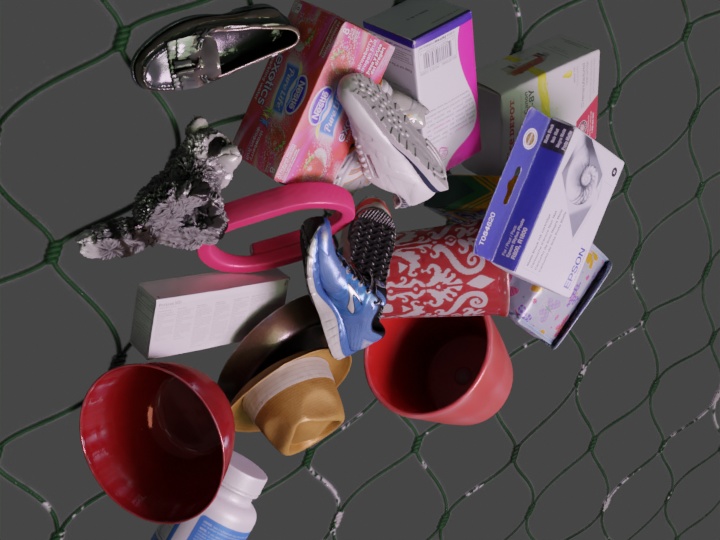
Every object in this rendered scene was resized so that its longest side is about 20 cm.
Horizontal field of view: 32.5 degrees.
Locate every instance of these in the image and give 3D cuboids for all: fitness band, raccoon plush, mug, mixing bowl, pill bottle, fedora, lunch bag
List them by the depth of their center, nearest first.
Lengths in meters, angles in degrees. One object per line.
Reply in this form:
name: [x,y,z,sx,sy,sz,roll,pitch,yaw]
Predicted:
raccoon plush: [-0.228,-0.101,1.397,0.197,0.135,0.097,-7,141,-4]
fitness band: [-0.102,-0.052,1.480,0.198,0.038,0.144,-17,154,10]
mixing bowl: [-0.226,0.191,1.490,0.108,0.198,0.202,-32,139,-63]
fedora: [-0.078,0.177,1.567,0.199,0.082,0.201,-27,157,-13]
pill bottle: [-0.206,0.341,1.633,0.112,0.112,0.201,27,95,-48]
mug: [0.092,0.006,1.667,0.197,0.178,0.135,-6,84,-1]
lunch bag: [0.298,0.021,1.912,0.170,0.127,0.200,-55,145,0]

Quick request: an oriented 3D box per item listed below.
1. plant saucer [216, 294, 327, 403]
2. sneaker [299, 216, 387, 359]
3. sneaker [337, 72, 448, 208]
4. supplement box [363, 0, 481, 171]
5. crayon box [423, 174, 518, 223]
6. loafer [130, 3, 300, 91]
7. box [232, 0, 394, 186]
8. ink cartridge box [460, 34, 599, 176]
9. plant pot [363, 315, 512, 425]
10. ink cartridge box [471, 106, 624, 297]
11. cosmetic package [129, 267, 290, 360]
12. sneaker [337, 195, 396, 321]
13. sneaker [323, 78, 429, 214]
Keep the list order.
plant saucer: [-0.098,0.115,1.608,0.199,0.034,0.201,-35,153,-21]
sneaker: [-0.018,0.013,1.472,0.088,0.079,0.201,-16,129,3]
sneaker: [0.024,-0.145,1.445,0.080,0.077,0.200,-24,129,25]
supplement box: [0.081,-0.232,1.570,0.101,0.103,0.202,-30,130,-28]
crayon box: [0.202,-0.087,1.694,0.125,0.198,0.052,26,74,-47]
loafer: [-0.157,-0.246,1.364,0.199,0.063,0.073,-28,130,-29]
box: [-0.058,-0.202,1.457,0.095,0.099,0.202,16,103,-47]
ink cartridge box: [0.239,-0.226,1.735,0.199,0.083,0.147,-27,130,-30]
plant pot: [0.126,0.134,1.783,0.201,0.200,0.177,-56,148,-2]
ink cartridge box: [0.243,-0.082,1.572,0.199,0.040,0.202,20,92,-48]
cosmetic package: [-0.184,0.047,1.522,0.198,0.051,0.083,-9,124,-41]
sneaker: [0.000,-0.001,1.562,0.069,0.094,0.202,11,115,-7]
sneaker: [0.019,-0.137,1.533,0.091,0.076,0.201,22,130,-8]
